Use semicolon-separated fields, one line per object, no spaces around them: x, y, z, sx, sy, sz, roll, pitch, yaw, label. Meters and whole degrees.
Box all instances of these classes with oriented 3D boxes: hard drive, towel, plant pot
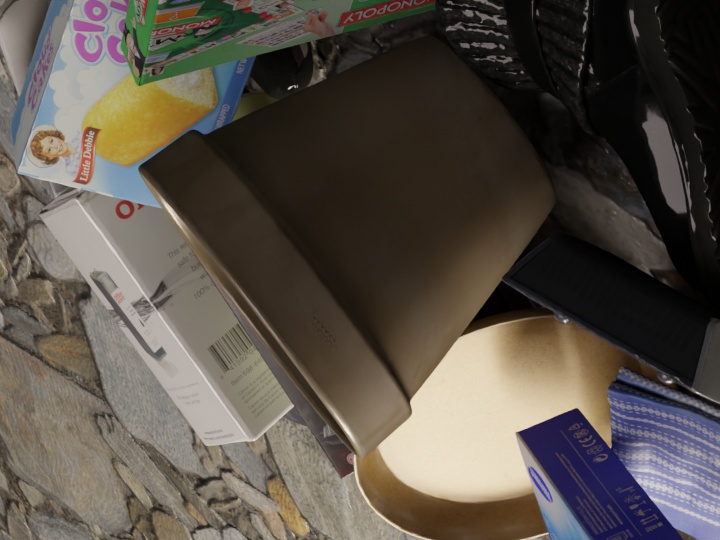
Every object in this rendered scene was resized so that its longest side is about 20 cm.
0.168;0.036;1.120;0.134;0.043;0.200;31;-175;31;hard drive
0.203;0.123;1.212;0.144;0.024;0.200;23;162;15;towel
0.005;-0.029;1.166;0.200;0.173;0.200;51;176;5;plant pot
0.091;0.090;1.282;0.028;0.198;0.201;-106;6;-45;plant pot

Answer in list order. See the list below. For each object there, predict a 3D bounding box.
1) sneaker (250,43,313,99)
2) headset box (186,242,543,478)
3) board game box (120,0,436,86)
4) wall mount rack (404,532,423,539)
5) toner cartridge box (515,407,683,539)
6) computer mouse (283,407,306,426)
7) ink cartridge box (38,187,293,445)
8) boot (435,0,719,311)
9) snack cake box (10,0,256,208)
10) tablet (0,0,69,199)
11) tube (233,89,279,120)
-0.122;-0.168;1.315;0.201;0.115;0.076;55;151;-9;sneaker
0.000;0.000;1.303;0.201;0.148;0.075;58;-166;-14;headset box
-0.018;-0.163;1.090;0.029;0.198;0.135;64;157;20;board game box
0.061;0.171;1.478;0.173;0.074;0.202;-22;86;58;wall mount rack
0.141;0.157;1.184;0.200;0.043;0.096;-123;13;-71;toner cartridge box
-0.088;0.042;1.591;0.140;0.046;0.201;11;133;48;computer mouse
-0.096;-0.005;1.442;0.201;0.145;0.085;56;153;-11;ink cartridge box
0.131;-0.082;1.096;0.157;0.079;0.213;11;128;46;boot
-0.121;-0.142;1.252;0.067;0.114;0.201;-109;36;-55;snack cake box
-0.187;-0.125;1.454;0.014;0.131;0.201;6;134;23;tablet
-0.049;-0.015;1.393;0.052;0.058;0.202;164;91;-69;tube
